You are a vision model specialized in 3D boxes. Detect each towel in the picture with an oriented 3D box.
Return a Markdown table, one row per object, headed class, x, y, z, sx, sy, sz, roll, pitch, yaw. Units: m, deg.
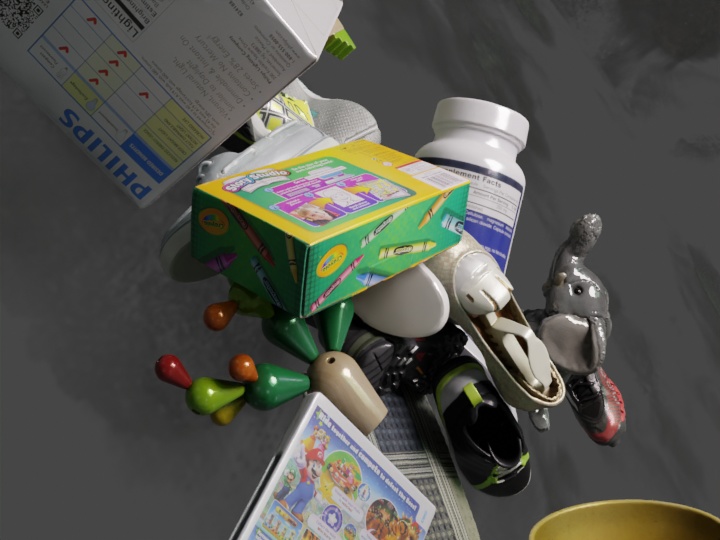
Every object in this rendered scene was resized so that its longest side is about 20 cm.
| class | x | y | z | sx | sy | sz | roll | pitch | yaw |
| --- | --- | --- | --- | --- | --- | --- | --- | --- | --- |
| towel | 0.032 | 0.189 | 0.784 | 0.191 | 0.034 | 0.203 | 16 | 48 | -55 |

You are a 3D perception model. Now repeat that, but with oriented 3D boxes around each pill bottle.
| class | x | y | z | sx | sy | sz | roll | pitch | yaw |
| --- | --- | --- | --- | --- | --- | --- | --- | --- | --- |
| pill bottle | 0.095 | -0.054 | 0.859 | 0.115 | 0.114 | 0.204 | 21 | 81 | -47 |

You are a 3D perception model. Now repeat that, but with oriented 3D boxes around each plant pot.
| class | x | y | z | sx | sy | sz | roll | pitch | yaw |
| --- | --- | --- | --- | --- | --- | --- | --- | --- | --- |
| plant pot | 0.272 | 0.332 | 0.887 | 0.199 | 0.196 | 0.145 | -13 | 99 | -60 |

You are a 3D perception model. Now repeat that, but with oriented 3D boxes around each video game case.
| class | x | y | z | sx | sy | sz | roll | pitch | yaw |
| --- | --- | --- | --- | --- | --- | --- | --- | --- | --- |
| video game case | -0.030 | 0.207 | 0.602 | 0.143 | 0.018 | 0.202 | 47 | 52 | -22 |

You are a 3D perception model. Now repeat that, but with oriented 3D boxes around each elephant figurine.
| class | x | y | z | sx | sy | sz | roll | pitch | yaw |
| --- | --- | --- | --- | --- | --- | --- | --- | --- | --- |
| elephant figurine | 0.239 | 0.063 | 1.044 | 0.154 | 0.198 | 0.143 | 35 | 35 | -34 |

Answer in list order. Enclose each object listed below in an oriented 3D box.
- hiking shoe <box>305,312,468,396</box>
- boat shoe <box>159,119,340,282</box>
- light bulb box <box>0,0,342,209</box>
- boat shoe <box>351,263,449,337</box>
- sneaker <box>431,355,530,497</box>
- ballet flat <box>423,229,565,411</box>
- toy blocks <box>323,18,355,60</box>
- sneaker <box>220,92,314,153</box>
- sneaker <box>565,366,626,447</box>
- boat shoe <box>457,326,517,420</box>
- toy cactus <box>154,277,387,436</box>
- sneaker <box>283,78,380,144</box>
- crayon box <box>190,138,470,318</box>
| class | x | y | z | sx | sy | sz | roll | pitch | yaw |
| --- | --- | --- | --- | --- | --- | --- | --- | --- | --- |
| hiking shoe | 0.030 | 0.060 | 0.834 | 0.100 | 0.076 | 0.199 | 40 | 14 | 27 |
| boat shoe | -0.099 | -0.064 | 0.742 | 0.071 | 0.071 | 0.200 | 38 | 53 | 18 |
| light bulb box | -0.153 | -0.195 | 0.672 | 0.199 | 0.198 | 0.126 | 47 | 29 | -19 |
| boat shoe | 0.000 | 0.000 | 0.785 | 0.068 | 0.197 | 0.074 | -6 | 111 | -57 |
| sneaker | 0.121 | 0.168 | 0.842 | 0.201 | 0.071 | 0.083 | 58 | -3 | -37 |
| ballet flat | 0.120 | 0.038 | 0.776 | 0.067 | 0.062 | 0.202 | -43 | 110 | -24 |
| toy blocks | -0.107 | -0.299 | 0.972 | 0.202 | 0.099 | 0.137 | 56 | 40 | -6 |
| sneaker | -0.092 | -0.142 | 0.829 | 0.077 | 0.075 | 0.201 | -51 | 121 | -28 |
| sneaker | 0.291 | 0.138 | 1.191 | 0.097 | 0.070 | 0.203 | 28 | 39 | -43 |
| boat shoe | 0.105 | 0.090 | 0.949 | 0.201 | 0.072 | 0.066 | 51 | 33 | 3 |
| toy cactus | -0.052 | 0.064 | 0.686 | 0.165 | 0.102 | 0.200 | 46 | 40 | -2 |
| sneaker | -0.077 | -0.164 | 0.908 | 0.198 | 0.080 | 0.071 | 34 | 72 | -9 |
| crayon box | -0.018 | -0.041 | 0.685 | 0.118 | 0.059 | 0.198 | 26 | 32 | 32 |
